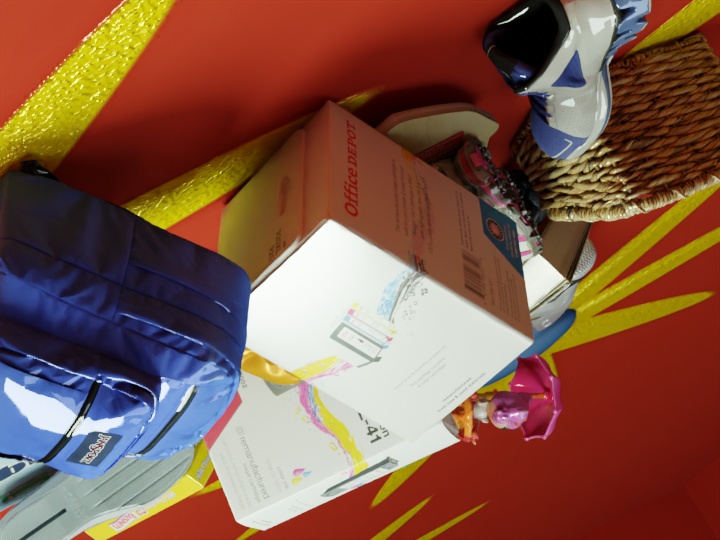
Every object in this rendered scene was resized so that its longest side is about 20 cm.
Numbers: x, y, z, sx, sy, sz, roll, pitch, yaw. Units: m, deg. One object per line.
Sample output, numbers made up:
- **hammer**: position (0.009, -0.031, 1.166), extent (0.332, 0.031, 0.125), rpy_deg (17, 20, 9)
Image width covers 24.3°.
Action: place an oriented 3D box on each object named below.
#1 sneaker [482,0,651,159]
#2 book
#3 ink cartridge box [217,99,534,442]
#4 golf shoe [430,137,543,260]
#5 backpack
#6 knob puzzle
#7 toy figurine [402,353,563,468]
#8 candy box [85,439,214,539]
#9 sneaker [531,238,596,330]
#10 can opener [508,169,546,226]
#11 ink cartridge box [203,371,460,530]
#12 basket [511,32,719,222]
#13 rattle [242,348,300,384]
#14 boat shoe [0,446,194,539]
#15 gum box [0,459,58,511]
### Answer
- **sneaker**: position (0.146, -0.166, 1.333), extent (0.115, 0.081, 0.200), rpy_deg (-19, 151, -21)
- **book**: position (0.167, -0.011, 1.663), extent (0.134, 0.048, 0.200), rpy_deg (-44, -173, 33)
- **ink cartridge box**: position (0.007, 0.002, 1.286), extent (0.200, 0.147, 0.145), rpy_deg (32, 123, -25)
- **golf shoe**: position (0.096, -0.049, 1.457), extent (0.092, 0.073, 0.200), rpy_deg (-29, 152, 13)
- **backpack**: position (-0.182, 0.055, 1.146), extent (0.200, 0.168, 0.163), rpy_deg (20, 141, -24)
- **knob puzzle**: position (0.024, -0.088, 1.393), extent (0.219, 0.030, 0.220), rpy_deg (-27, 161, -10)
- **toy figurine**: position (0.123, 0.141, 1.796), extent (0.184, 0.150, 0.200), rpy_deg (-3, -172, 14)
- **candy box**: position (-0.193, 0.195, 1.632), extent (0.200, 0.026, 0.102), rpy_deg (-32, -154, 45)
- **sneaker**: position (0.169, 0.036, 1.852), extent (0.200, 0.075, 0.115), rpy_deg (-30, 158, -14)
- **can opener**: position (0.125, -0.038, 1.638), extent (0.079, 0.063, 0.200), rpy_deg (-52, -178, -28)
- **ink cartridge box**: position (-0.036, 0.118, 1.457), extent (0.200, 0.148, 0.086), rpy_deg (-27, 162, 8)
- **basket**: position (0.258, -0.101, 1.537), extent (0.200, 0.149, 0.143), rpy_deg (-22, 159, -29)
- **rattle**: position (-0.172, 0.115, 1.377), extent (0.200, 0.143, 0.130), rpy_deg (-47, -178, -33)
- **boat shoe**: position (-0.248, 0.195, 1.515), extent (0.200, 0.074, 0.067), rpy_deg (-26, -171, -23)
- **gum box**: position (-0.334, 0.165, 1.461), extent (0.170, 0.045, 0.200), rpy_deg (-28, 161, -13)
